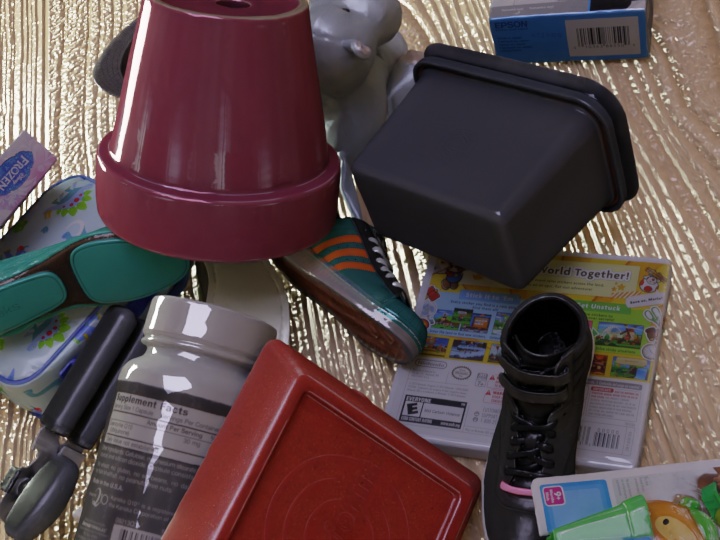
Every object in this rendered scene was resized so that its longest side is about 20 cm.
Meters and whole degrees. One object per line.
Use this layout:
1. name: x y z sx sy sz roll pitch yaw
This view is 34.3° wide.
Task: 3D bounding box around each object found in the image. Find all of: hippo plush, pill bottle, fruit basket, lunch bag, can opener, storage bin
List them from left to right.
1. lunch bag: -0.260 0.023 1.033 0.160 0.083 0.200 27 68 33
2. can opener: -0.225 0.126 0.946 0.066 0.053 0.201 14 71 39
3. pill bottle: -0.127 0.127 0.825 0.112 0.113 0.202 9 78 24
4. hippo plush: -0.030 -0.185 1.050 0.158 0.161 0.201 22 65 30
5. storage bin: 0.098 -0.071 0.929 0.199 0.146 0.134 24 61 39
6. fruit basket: 0.217 0.207 0.728 0.198 0.094 0.187 -7 64 3

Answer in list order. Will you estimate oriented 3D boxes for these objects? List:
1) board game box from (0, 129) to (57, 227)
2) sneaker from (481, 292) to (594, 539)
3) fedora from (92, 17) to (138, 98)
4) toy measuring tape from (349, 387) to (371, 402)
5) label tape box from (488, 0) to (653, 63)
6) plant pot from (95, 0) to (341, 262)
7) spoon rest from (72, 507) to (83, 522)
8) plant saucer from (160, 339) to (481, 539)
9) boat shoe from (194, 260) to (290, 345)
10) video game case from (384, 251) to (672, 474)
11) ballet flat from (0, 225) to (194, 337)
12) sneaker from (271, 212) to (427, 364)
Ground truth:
1. board game box: -0.365 -0.020 1.051 0.200 0.041 0.200 -55 15 -20
2. sneaker: 0.117 0.106 0.805 0.070 0.099 0.202 7 68 21
3. fedora: -0.158 -0.189 1.140 0.175 0.091 0.201 7 47 20
4. toy measuring tape: -0.049 0.111 0.898 0.199 0.074 0.074 24 66 26
5. label tape box: 0.205 -0.291 1.105 0.142 0.066 0.202 0 58 19
6. plant pot: -0.110 -0.129 0.928 0.198 0.181 0.200 4 26 -2
7. spoon rest: -0.164 0.135 0.946 0.098 0.061 0.201 3 44 23
8. plant saucer: -0.020 0.178 0.782 0.037 0.199 0.201 -24 35 60
9. boat shoe: -0.102 0.018 0.995 0.071 0.060 0.203 -18 59 -5
10. video game case: 0.130 0.064 0.909 0.198 0.023 0.183 5 58 23
11. ballet flat: -0.234 -0.003 0.959 0.198 0.068 0.071 -18 32 1
12. sneaker: 0.000 0.000 0.960 0.080 0.072 0.200 -39 45 -14
